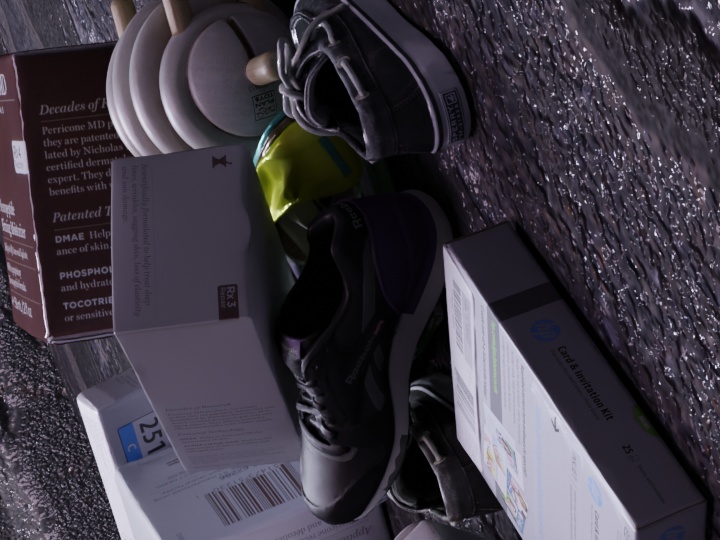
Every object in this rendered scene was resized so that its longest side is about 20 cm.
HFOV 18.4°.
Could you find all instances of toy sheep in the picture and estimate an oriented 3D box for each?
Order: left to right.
[{"bbox_3d":[-0.092,-0.118,1.374,0.200,0.138,0.138,-5,105,70],"label":"toy sheep"}]

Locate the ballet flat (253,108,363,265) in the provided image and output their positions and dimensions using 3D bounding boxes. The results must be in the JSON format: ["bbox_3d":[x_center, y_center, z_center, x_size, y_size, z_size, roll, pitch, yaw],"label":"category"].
[{"bbox_3d":[-0.040,-0.039,1.315,0.067,0.067,0.200,45,159,3],"label":"ballet flat"}]

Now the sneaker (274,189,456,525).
[{"bbox_3d":[-0.018,0.049,1.232,0.076,0.087,0.201,32,117,43],"label":"sneaker"}]

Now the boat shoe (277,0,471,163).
[{"bbox_3d":[-0.010,-0.103,1.187,0.199,0.068,0.074,-130,24,-55],"label":"boat shoe"}]

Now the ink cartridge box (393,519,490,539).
[{"bbox_3d":[0.056,0.263,1.243,0.086,0.148,0.200,26,-155,-52],"label":"ink cartridge box"}]

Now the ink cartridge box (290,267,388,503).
[{"bbox_3d":[-0.039,0.061,1.466,0.200,0.042,0.119,62,-173,0],"label":"ink cartridge box"}]

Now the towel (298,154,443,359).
[{"bbox_3d":[0.000,0.000,1.353,0.200,0.023,0.153,115,138,-66],"label":"towel"}]

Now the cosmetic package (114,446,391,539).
[{"bbox_3d":[-0.069,0.238,1.707,0.166,0.167,0.200,-139,32,-61],"label":"cosmetic package"}]

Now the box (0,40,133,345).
[{"bbox_3d":[-0.168,-0.063,1.584,0.166,0.164,0.201,-168,70,-73],"label":"box"}]

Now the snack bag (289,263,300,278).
[{"bbox_3d":[-0.048,0.021,1.624,0.200,0.021,0.189,-133,26,-60],"label":"snack bag"}]

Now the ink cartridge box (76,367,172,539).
[{"bbox_3d":[-0.119,0.154,1.792,0.045,0.176,0.200,24,135,54],"label":"ink cartridge box"}]

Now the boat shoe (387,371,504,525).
[{"bbox_3d":[0.042,0.105,1.297,0.200,0.064,0.071,-172,62,-76],"label":"boat shoe"}]

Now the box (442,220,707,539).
[{"bbox_3d":[0.103,0.096,1.097,0.156,0.041,0.200,83,162,-46],"label":"box"}]

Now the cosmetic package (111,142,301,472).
[{"bbox_3d":[-0.082,0.026,1.267,0.200,0.081,0.113,72,-168,-60],"label":"cosmetic package"}]
